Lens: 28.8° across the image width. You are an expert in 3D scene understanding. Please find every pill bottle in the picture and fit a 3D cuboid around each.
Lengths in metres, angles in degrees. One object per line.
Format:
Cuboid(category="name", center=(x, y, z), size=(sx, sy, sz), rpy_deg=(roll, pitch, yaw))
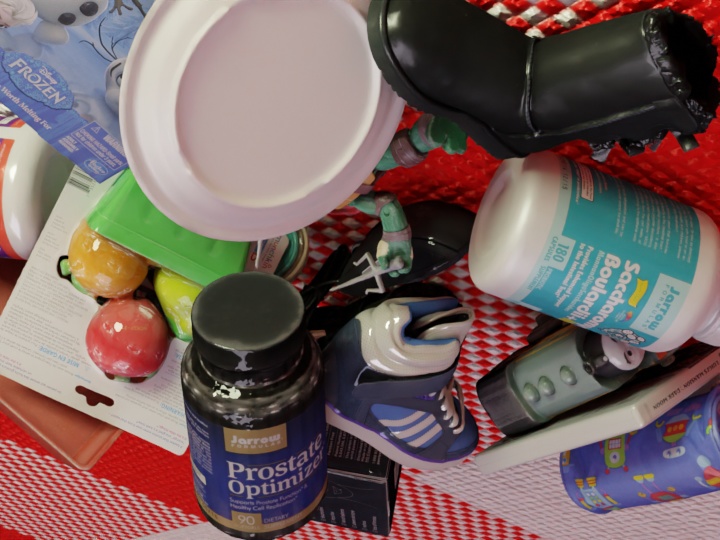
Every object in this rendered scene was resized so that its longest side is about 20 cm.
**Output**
Cuboid(category="pill bottle", center=(-0.081, 0.104, 1.082), size=(0.110, 0.113, 0.202), rpy_deg=(8, 132, 10))
Cuboid(category="pill bottle", center=(-0.334, -0.072, 1.141), size=(0.197, 0.114, 0.113), rpy_deg=(6, 154, 15))
Cuboid(category="pill bottle", center=(0.186, -0.009, 1.024), size=(0.197, 0.112, 0.111), rpy_deg=(19, 154, -12))

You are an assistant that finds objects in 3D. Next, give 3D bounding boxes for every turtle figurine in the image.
Cuboid(category="turtle figurine", center=(-0.014, -0.067, 1.017), size=(0.148, 0.102, 0.200), rpy_deg=(15, 142, -26))

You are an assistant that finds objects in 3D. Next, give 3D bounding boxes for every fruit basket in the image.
Cuboid(category="fruit basket", center=(-0.178, 0.022, 1.122), size=(0.183, 0.202, 0.094), rpy_deg=(26, -172, -18))

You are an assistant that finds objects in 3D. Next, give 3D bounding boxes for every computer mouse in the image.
Cuboid(category="computer mouse", center=(0.000, 0.000, 1.118), size=(0.199, 0.141, 0.046), rpy_deg=(-16, 116, 49))

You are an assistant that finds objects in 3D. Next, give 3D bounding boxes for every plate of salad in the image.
Cuboid(category="plate of salad", center=(-0.058, -0.114, 0.864), size=(0.200, 0.201, 0.048), rpy_deg=(37, -176, -41))

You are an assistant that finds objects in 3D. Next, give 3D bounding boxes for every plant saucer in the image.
Cuboid(category="plant saucer", center=(-0.262, 0.056, 1.175), size=(0.199, 0.200, 0.037), rpy_deg=(41, 126, -3))

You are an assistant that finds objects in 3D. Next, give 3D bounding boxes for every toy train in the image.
Cuboid(category="toy train", center=(0.183, 0.074, 1.170), size=(0.086, 0.113, 0.200), rpy_deg=(56, 146, -1))

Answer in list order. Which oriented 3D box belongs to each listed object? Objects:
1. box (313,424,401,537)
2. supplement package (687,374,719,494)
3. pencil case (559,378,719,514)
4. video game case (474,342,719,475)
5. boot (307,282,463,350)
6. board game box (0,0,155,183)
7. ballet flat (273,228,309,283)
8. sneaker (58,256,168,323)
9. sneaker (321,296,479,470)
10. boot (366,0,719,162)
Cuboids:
Cuboid(category="box", center=(-0.053, 0.185, 1.507), size=(0.193, 0.126, 0.201), rpy_deg=(9, 154, 6))
Cuboid(category="supplement package", center=(0.393, 0.154, 1.250), size=(0.198, 0.111, 0.113), rpy_deg=(26, 151, -27))
Cuboid(category="pencil case", center=(0.257, 0.151, 1.188), size=(0.077, 0.088, 0.199), rpy_deg=(10, 158, -33))
Cuboid(category="video game case", center=(0.219, 0.114, 1.208), size=(0.199, 0.181, 0.024), rpy_deg=(-29, 88, 50))
Cuboid(category="boot", center=(-0.020, 0.066, 1.231), size=(0.156, 0.081, 0.210), rpy_deg=(-8, -169, 43))
Cuboid(category="board game box", center=(-0.151, -0.163, 0.873), size=(0.197, 0.044, 0.200), rpy_deg=(-28, 139, 19))
Cuboid(category="ballet flat", center=(-0.097, -0.008, 1.229), size=(0.198, 0.070, 0.069), rpy_deg=(-12, 145, 44))
Cuboid(category="sneaker", center=(-0.199, 0.012, 1.196), size=(0.198, 0.087, 0.081), rpy_deg=(31, 140, 8))
Cuboid(category="sneaker", center=(0.062, 0.089, 1.158), size=(0.198, 0.081, 0.146), rpy_deg=(25, 132, -34))
Cuboid(category="boot", center=(0.119, -0.128, 0.862), size=(0.161, 0.074, 0.197), rpy_deg=(-5, 156, 38))
